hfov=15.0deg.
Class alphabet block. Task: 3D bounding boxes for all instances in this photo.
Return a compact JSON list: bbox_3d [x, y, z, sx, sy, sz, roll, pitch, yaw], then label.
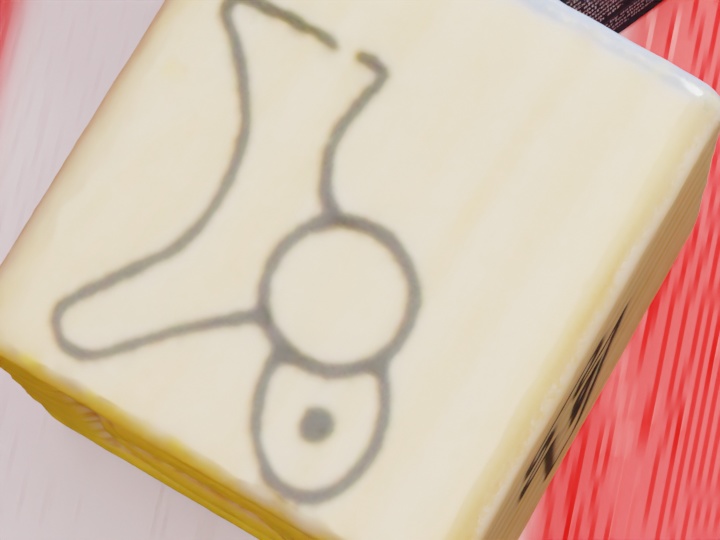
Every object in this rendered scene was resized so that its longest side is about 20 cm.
[{"bbox_3d":[0.000,0.000,0.998,0.195,0.196,0.200,30,81,11],"label":"alphabet block"}]

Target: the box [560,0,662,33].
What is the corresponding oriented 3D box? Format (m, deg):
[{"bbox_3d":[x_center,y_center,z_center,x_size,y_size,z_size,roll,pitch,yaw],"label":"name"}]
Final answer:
[{"bbox_3d":[0.043,-0.197,1.036,0.123,0.198,0.200,-36,77,-4],"label":"box"}]
